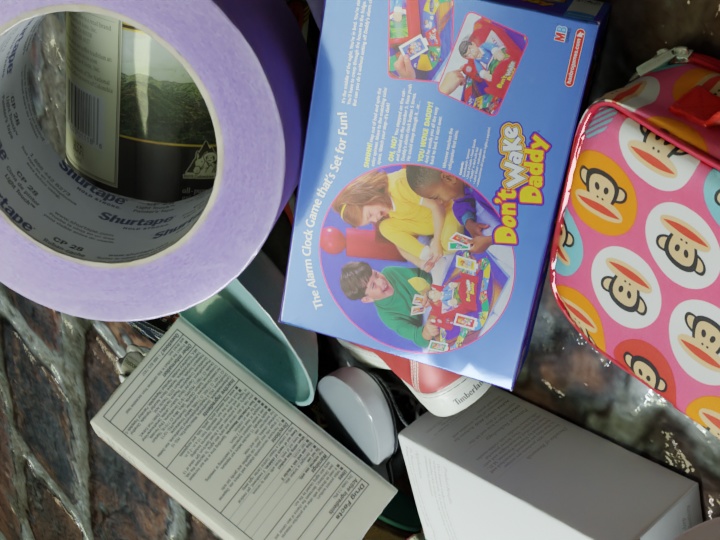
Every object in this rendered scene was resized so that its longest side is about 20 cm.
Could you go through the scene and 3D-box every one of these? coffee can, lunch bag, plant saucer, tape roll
[{"bbox_3d":[-0.101,-0.150,0.766,0.146,0.146,0.201,30,125,39],"label":"coffee can"},{"bbox_3d":[0.182,-0.007,0.591,0.200,0.082,0.177,39,146,31],"label":"lunch bag"},{"bbox_3d":[-0.094,0.009,0.887,0.200,0.036,0.200,39,160,17],"label":"plant saucer"},{"bbox_3d":[-0.127,-0.081,0.675,0.199,0.085,0.201,4,116,8],"label":"tape roll"}]

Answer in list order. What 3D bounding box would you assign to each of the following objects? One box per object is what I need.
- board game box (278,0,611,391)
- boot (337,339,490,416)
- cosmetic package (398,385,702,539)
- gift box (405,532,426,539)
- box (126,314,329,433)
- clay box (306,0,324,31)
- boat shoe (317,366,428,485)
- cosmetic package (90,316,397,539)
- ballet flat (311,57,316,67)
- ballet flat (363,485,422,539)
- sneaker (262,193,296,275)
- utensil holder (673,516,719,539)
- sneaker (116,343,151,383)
[{"bbox_3d":[0.039,-0.051,0.667,0.134,0.045,0.201,16,117,12],"label":"board game box"},{"bbox_3d":[0.000,0.000,0.835,0.144,0.072,0.200,52,172,-23],"label":"boot"},{"bbox_3d":[0.125,0.163,0.853,0.200,0.081,0.113,23,137,44],"label":"cosmetic package"},{"bbox_3d":[0.041,0.322,0.967,0.187,0.184,0.200,51,-172,14],"label":"gift box"},{"bbox_3d":[-0.119,0.068,1.103,0.200,0.046,0.159,19,161,49],"label":"box"},{"bbox_3d":[0.058,-0.084,0.715,0.115,0.048,0.201,-11,109,43],"label":"clay box"},{"bbox_3d":[0.019,0.111,0.951,0.074,0.068,0.200,47,164,27],"label":"boat shoe"},{"bbox_3d":[-0.084,0.139,0.932,0.200,0.103,0.087,39,165,6],"label":"cosmetic package"},{"bbox_3d":[-0.006,-0.109,0.831,0.200,0.057,0.067,16,114,42],"label":"ballet flat"},{"bbox_3d":[-0.040,0.179,1.053,0.200,0.072,0.068,34,-159,-29],"label":"ballet flat"},{"bbox_3d":[-0.090,-0.039,0.933,0.077,0.082,0.200,82,162,-57],"label":"sneaker"},{"bbox_3d":[0.221,0.257,0.707,0.170,0.170,0.201,34,143,36],"label":"utensil holder"},{"bbox_3d":[-0.170,0.109,1.121,0.087,0.075,0.200,43,166,-16],"label":"sneaker"}]
